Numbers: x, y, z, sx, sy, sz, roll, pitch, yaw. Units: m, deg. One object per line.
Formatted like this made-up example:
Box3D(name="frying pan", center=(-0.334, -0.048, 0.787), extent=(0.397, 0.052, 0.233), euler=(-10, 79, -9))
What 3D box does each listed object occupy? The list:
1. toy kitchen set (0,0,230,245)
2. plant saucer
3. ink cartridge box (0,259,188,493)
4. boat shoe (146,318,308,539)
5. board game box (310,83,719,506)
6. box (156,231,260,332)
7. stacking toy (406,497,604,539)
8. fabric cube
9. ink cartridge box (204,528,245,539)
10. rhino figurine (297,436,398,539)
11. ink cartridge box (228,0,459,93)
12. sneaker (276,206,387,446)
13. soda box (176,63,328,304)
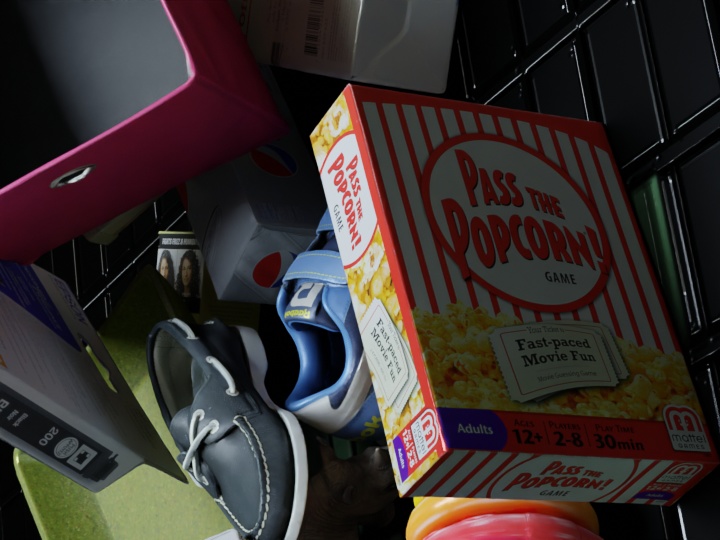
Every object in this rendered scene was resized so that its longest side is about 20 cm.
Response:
Box3D(name="toy kitchen set", center=(-0.153, -0.142, 1.347), extent=(0.163, 0.180, 0.200), euler=(-40, 81, 7))
Box3D(name="plant saucer", center=(-0.129, 0.134, 1.294), extent=(0.200, 0.048, 0.200), euler=(-52, 50, 31))
Box3D(name="ink cartridge box", center=(-0.207, 0.040, 1.212), extent=(0.043, 0.200, 0.198), euler=(-42, 51, 6))
Box3D(name="boat shoe", center=(-0.078, 0.091, 1.136), extent=(0.200, 0.060, 0.076), euler=(-125, 50, -61))
Box3D(name="board game box", center=(0.069, 0.012, 0.965), extent=(0.046, 0.151, 0.200), euler=(-51, 44, 44))
Box3D(name="box", center=(-0.107, 0.075, 1.356), extent=(0.075, 0.050, 0.200), euler=(4, 89, 58))
Box3D(name="stacking toy", center=(0.071, 0.097, 1.021), extent=(0.110, 0.116, 0.200), euler=(-45, 34, 43))
Box3D(name="fabric cube", center=(-0.184, -0.132, 1.158), extent=(0.196, 0.199, 0.200), euler=(-27, 81, 9))
Box3D(name="ink cartridge box", center=(-0.055, 0.254, 1.094), extent=(0.200, 0.086, 0.148), euler=(66, -178, -50))
Box3D(name="rhino figurine", center=(-0.020, 0.151, 1.158), extent=(0.200, 0.087, 0.060), euler=(-57, 40, 39))
Box3D(name="ink cartridge box", center=(-0.018, -0.176, 1.230), extent=(0.200, 0.067, 0.116), euler=(21, 104, 59))
Box3D(name="sneaker", center=(0.000, 0.000, 1.155), extent=(0.074, 0.082, 0.200), euler=(-12, 73, 61))
Box3D(name="soda box", center=(-0.078, -0.069, 1.319), extent=(0.068, 0.063, 0.200), euler=(-61, 37, 35))
